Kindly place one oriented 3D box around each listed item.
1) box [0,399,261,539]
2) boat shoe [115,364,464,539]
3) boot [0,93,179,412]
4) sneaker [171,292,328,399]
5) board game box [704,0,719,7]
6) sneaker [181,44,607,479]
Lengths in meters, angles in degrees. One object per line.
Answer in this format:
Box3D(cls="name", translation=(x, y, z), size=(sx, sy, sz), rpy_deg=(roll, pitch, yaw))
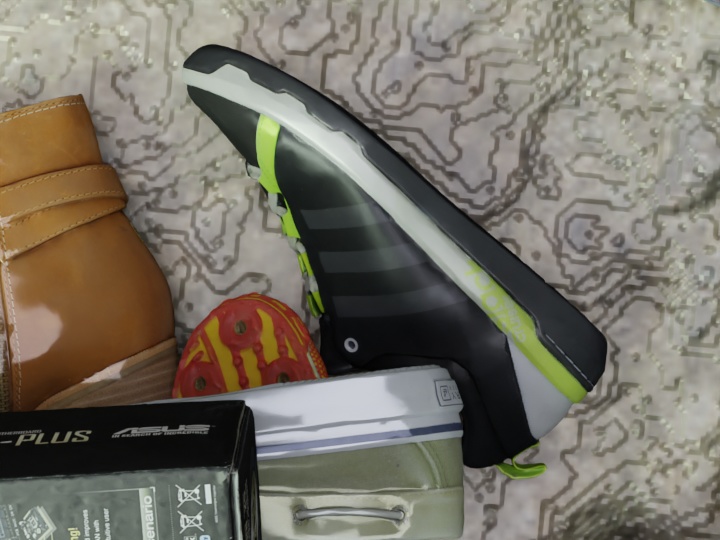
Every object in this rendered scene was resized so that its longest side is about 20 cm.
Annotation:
Box3D(cls="box", translation=(-0.109, 0.150, 0.770), size=(0.164, 0.086, 0.200), rpy_deg=(-4, 101, 1))
Box3D(cls="boat shoe", translation=(-0.061, 0.077, 0.825), size=(0.200, 0.072, 0.062), rpy_deg=(-11, 80, 7))
Box3D(cls="boot", translation=(-0.169, 0.028, 0.899), size=(0.200, 0.074, 0.155), rpy_deg=(-16, 91, -11))
Box3D(cls="sneaker", translation=(-0.018, 0.106, 0.893), size=(0.073, 0.077, 0.200), rpy_deg=(-17, 89, 18))
Box3D(cls="board game box", translation=(0.085, -0.222, 0.907), size=(0.199, 0.041, 0.200), rpy_deg=(19, 90, 2))
Box3D(cls="sneaker", translation=(0.000, 0.000, 0.894), size=(0.200, 0.072, 0.083), rpy_deg=(41, 94, 2))
